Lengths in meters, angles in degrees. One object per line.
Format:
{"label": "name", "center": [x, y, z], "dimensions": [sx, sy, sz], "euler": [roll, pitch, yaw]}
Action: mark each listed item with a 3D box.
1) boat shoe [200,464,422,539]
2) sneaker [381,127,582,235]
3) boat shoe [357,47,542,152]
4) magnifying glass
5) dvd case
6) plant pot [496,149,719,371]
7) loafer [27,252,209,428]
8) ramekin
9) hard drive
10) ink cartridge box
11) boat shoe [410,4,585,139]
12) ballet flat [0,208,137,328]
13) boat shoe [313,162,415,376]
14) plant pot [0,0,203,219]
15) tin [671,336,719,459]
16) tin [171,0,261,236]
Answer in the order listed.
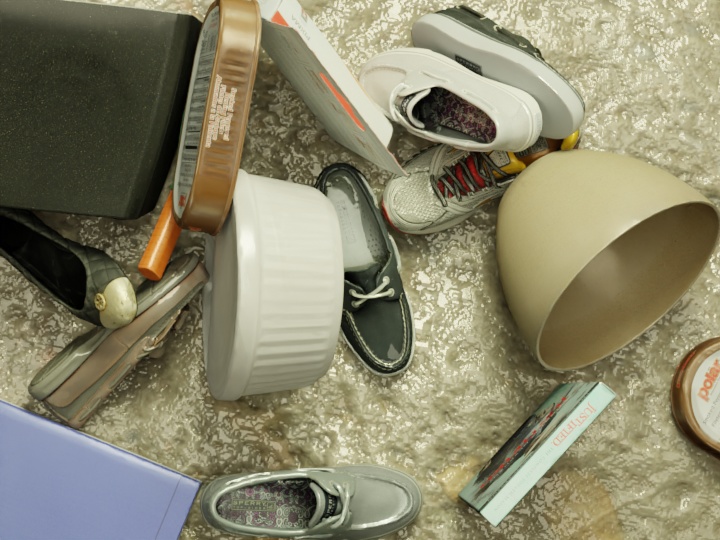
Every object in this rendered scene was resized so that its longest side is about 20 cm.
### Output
{"label": "boat shoe", "center": [-0.040, 0.210, 1.328], "dimensions": [0.200, 0.072, 0.070], "euler": [-1, 87, -9]}
{"label": "sneaker", "center": [0.109, -0.098, 1.361], "dimensions": [0.200, 0.082, 0.078], "euler": [-28, 88, -3]}
{"label": "boat shoe", "center": [0.063, -0.145, 1.322], "dimensions": [0.200, 0.068, 0.072], "euler": [30, 119, 34]}
{"label": "magnifying glass", "center": [-0.152, -0.084, 1.335], "dimensions": [0.022, 0.080, 0.200], "euler": [8, 66, 23]}
{"label": "dvd case", "center": [0.147, 0.153, 1.287], "dimensions": [0.022, 0.200, 0.146], "euler": [43, 86, 1]}
{"label": "plant pot", "center": [0.196, -0.029, 1.321], "dimensions": [0.200, 0.200, 0.135], "euler": [-36, 61, -4]}
{"label": "loafer", "center": [-0.206, 0.064, 1.343], "dimensions": [0.200, 0.072, 0.063], "euler": [-38, 106, 11]}
{"label": "ramekin", "center": [-0.077, 0.013, 1.295], "dimensions": [0.094, 0.202, 0.203], "euler": [2, 86, -15]}
{"label": "hard drive", "center": [-0.261, 0.214, 1.354], "dimensions": [0.200, 0.025, 0.132], "euler": [22, 86, -1]}
{"label": "ink cartridge box", "center": [-0.024, -0.169, 1.278], "dimensions": [0.050, 0.200, 0.162], "euler": [-42, 113, -7]}
{"label": "boat shoe", "center": [0.130, -0.186, 1.338], "dimensions": [0.057, 0.069, 0.200], "euler": [-34, 52, -26]}
{"label": "ballet flat", "center": [-0.271, -0.002, 1.314], "dimensions": [0.200, 0.057, 0.067], "euler": [29, 111, 30]}
{"label": "boat shoe", "center": [0.000, 0.000, 1.360], "dimensions": [0.075, 0.060, 0.200], "euler": [-21, 87, -3]}
{"label": "plant pot", "center": [-0.246, -0.141, 1.305], "dimensions": [0.199, 0.200, 0.178], "euler": [6, 97, -2]}
{"label": "tin", "center": [0.382, 0.137, 1.374], "dimensions": [0.200, 0.042, 0.112], "euler": [29, 80, 0]}
{"label": "tin", "center": [-0.122, -0.130, 1.255], "dimensions": [0.042, 0.112, 0.200], "euler": [9, 92, -13]}
